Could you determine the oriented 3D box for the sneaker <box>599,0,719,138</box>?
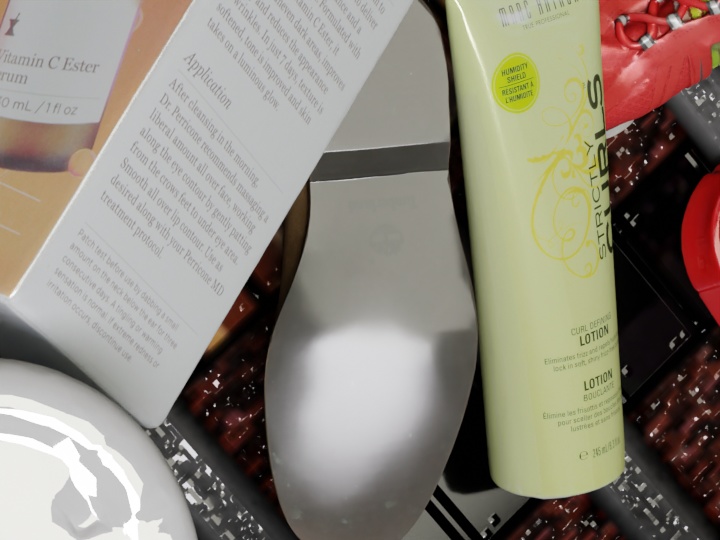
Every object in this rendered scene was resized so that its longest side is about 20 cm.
[{"bbox_3d":[0.128,-0.107,1.012,0.199,0.085,0.077,-27,95,-18],"label":"sneaker"}]

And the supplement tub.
[{"bbox_3d":[-0.134,0.095,0.853,0.131,0.200,0.133,1,87,-18],"label":"supplement tub"}]

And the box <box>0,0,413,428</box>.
[{"bbox_3d":[-0.093,-0.078,0.889,0.200,0.152,0.106,-60,148,-12],"label":"box"}]

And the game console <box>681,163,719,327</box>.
[{"bbox_3d":[0.233,0.011,1.073,0.177,0.031,0.200,-38,99,-23],"label":"game console"}]

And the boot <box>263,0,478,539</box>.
[{"bbox_3d":[0.000,0.000,0.969,0.073,0.075,0.201,2,92,-10],"label":"boot"}]

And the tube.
[{"bbox_3d":[0.063,-0.019,0.969,0.052,0.058,0.201,-3,108,6],"label":"tube"}]
